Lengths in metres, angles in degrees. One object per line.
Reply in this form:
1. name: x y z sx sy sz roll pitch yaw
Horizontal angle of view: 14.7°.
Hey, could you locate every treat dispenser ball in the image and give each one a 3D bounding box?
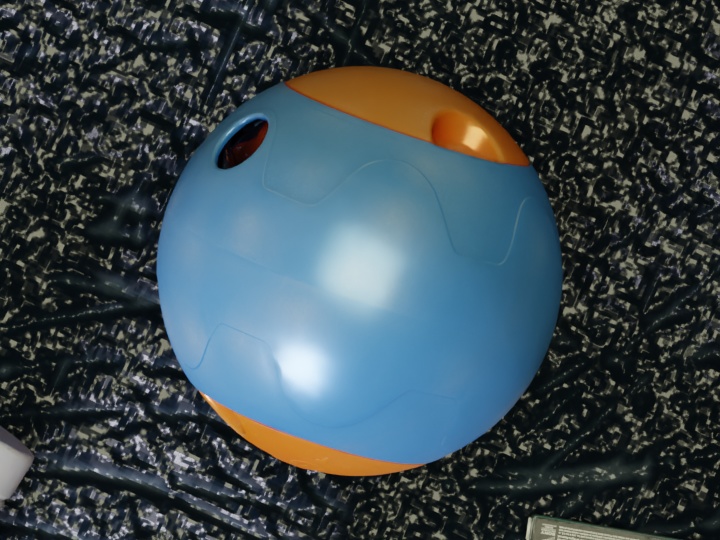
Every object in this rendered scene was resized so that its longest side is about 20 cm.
1. treat dispenser ball: 0.000 0.000 1.372 0.200 0.201 0.202 0 89 -1

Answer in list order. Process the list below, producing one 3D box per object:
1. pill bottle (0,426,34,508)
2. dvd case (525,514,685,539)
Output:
1. pill bottle: -0.256 0.153 1.404 0.119 0.120 0.200 34 88 -1
2. dvd case: 0.143 0.238 1.462 0.145 0.022 0.201 9 88 -1
